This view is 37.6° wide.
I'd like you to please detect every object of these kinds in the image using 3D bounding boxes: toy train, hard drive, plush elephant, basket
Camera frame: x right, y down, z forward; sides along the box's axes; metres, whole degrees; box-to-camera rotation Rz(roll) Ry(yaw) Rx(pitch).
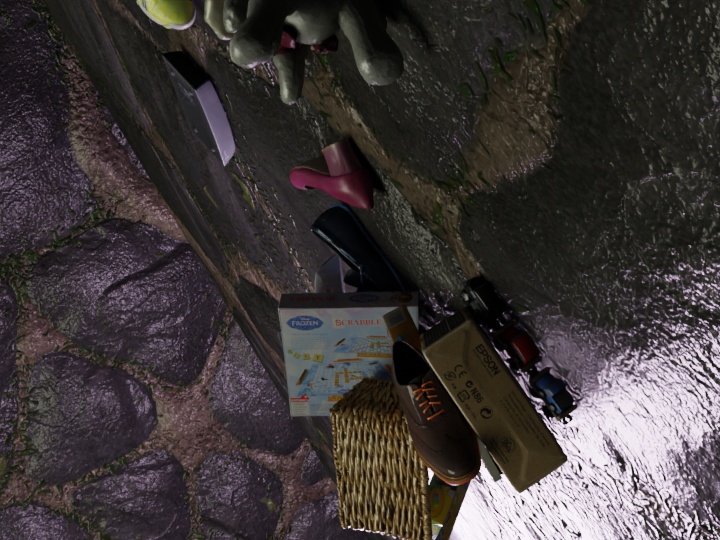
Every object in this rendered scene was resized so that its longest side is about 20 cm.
[{"bbox_3d":[0.184,0.090,1.218,0.201,0.034,0.046,54,154,10],"label":"toy train"},{"bbox_3d":[-0.286,-0.294,1.900,0.135,0.042,0.201,47,164,32],"label":"hard drive"},{"bbox_3d":[-0.066,-0.242,1.047,0.155,0.163,0.201,125,140,-61],"label":"plush elephant"},{"bbox_3d":[0.057,0.260,1.481,0.148,0.143,0.202,4,108,28],"label":"basket"}]

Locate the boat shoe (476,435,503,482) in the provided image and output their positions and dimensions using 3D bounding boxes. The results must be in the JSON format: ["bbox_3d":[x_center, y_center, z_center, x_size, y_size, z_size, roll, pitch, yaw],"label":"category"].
[{"bbox_3d":[0.163,0.185,1.443,0.072,0.060,0.202,-6,-109,-89],"label":"boat shoe"}]

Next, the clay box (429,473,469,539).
[{"bbox_3d":[0.133,0.331,1.604,0.047,0.201,0.115,18,153,17],"label":"clay box"}]

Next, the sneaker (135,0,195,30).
[{"bbox_3d":[-0.316,-0.450,1.579,0.201,0.075,0.076,56,167,-6],"label":"sneaker"}]

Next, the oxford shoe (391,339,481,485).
[{"bbox_3d":[0.079,0.164,1.237,0.200,0.071,0.073,59,178,46],"label":"oxford shoe"}]

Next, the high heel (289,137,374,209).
[{"bbox_3d":[-0.041,-0.110,1.430,0.097,0.067,0.200,67,162,-2],"label":"high heel"}]

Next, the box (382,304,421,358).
[{"bbox_3d":[0.093,0.157,1.422,0.119,0.041,0.201,-112,-3,-63],"label":"box"}]

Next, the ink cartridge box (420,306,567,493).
[{"bbox_3d":[0.156,0.149,1.272,0.201,0.075,0.165,55,-175,-2],"label":"ink cartridge box"}]

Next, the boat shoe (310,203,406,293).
[{"bbox_3d":[0.000,0.000,1.551,0.200,0.068,0.084,53,166,12],"label":"boat shoe"}]

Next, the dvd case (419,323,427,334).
[{"bbox_3d":[0.097,0.157,1.588,0.200,0.025,0.151,41,142,48],"label":"dvd case"}]

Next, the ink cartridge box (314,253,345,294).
[{"bbox_3d":[-0.044,0.055,1.638,0.200,0.050,0.163,-101,3,-56],"label":"ink cartridge box"}]

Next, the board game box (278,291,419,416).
[{"bbox_3d":[-0.011,0.123,1.533,0.041,0.198,0.201,-85,-6,-56],"label":"board game box"}]
